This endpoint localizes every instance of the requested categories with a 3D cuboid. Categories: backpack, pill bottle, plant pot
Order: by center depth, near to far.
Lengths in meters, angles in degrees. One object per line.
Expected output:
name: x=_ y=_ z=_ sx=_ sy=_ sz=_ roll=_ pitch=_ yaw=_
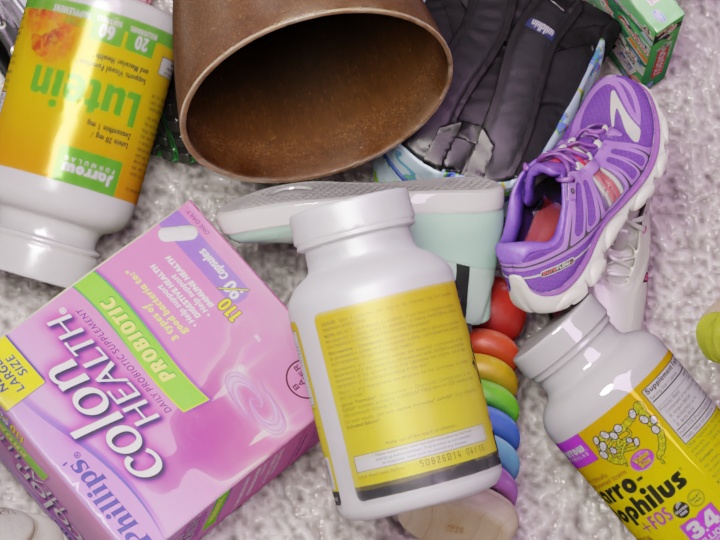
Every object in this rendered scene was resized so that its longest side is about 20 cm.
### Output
pill bottle: x=0.016 y=0.053 z=1.389 sx=0.112 sy=0.112 sz=0.201 roll=-13 pitch=88 yaw=-18
plant pot: x=-0.054 y=-0.195 z=1.464 sx=0.186 sy=0.187 sz=0.201 roll=-9 pitch=60 yaw=-16
pill bottle: x=-0.200 y=-0.091 z=1.488 sx=0.111 sy=0.111 sz=0.201 roll=15 pitch=88 yaw=-5
pill bottle: x=0.197 y=0.114 z=1.495 sx=0.104 sy=0.104 sz=0.200 roll=-41 pitch=90 yaw=-25
backpack: x=0.085 y=-0.120 z=1.584 sx=0.163 sy=0.154 sz=0.200 roll=23 pitch=44 yaw=-5

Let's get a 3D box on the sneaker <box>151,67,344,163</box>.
sneaker: x=-0.087 y=-0.122 z=1.583 sx=0.199 sy=0.085 sz=0.078 roll=4 pitch=106 yaw=2

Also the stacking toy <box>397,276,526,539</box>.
stacking toy: x=0.081 y=0.091 z=1.514 sx=0.085 sy=0.085 sz=0.201 roll=14 pitch=60 yaw=-6

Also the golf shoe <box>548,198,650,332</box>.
golf shoe: x=0.176 y=-0.022 z=1.577 sx=0.072 sy=0.092 sz=0.201 roll=2 pitch=67 yaw=-15

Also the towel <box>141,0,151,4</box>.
towel: x=-0.207 y=-0.284 z=1.557 sx=0.200 sy=0.023 sz=0.145 roll=26 pitch=88 yaw=-38

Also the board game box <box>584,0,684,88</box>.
board game box: x=0.171 y=-0.240 z=1.649 sx=0.029 sy=0.135 sz=0.200 roll=-34 pitch=77 yaw=-8

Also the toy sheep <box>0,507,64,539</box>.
toy sheep: x=-0.226 y=0.219 z=1.350 sx=0.137 sy=0.138 sz=0.201 roll=-26 pitch=115 yaw=-22

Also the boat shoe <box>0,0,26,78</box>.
boat shoe: x=-0.269 y=-0.187 z=1.567 sx=0.057 sy=0.069 sz=0.200 roll=-38 pitch=81 yaw=-24

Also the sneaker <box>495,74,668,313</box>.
sneaker: x=0.154 y=-0.065 z=1.502 sx=0.080 sy=0.084 sz=0.200 roll=4 pitch=53 yaw=34

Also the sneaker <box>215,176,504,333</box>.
sneaker: x=0.000 y=0.000 z=1.483 sx=0.199 sy=0.074 sz=0.119 roll=-1 pitch=104 yaw=-5

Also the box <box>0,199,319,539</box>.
box: x=-0.139 y=0.086 z=1.455 sx=0.200 sy=0.097 sz=0.176 roll=-37 pitch=79 yaw=-24

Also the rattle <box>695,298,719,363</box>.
rattle: x=0.346 y=0.048 z=1.598 sx=0.143 sy=0.130 sz=0.200 roll=54 pitch=39 yaw=2
